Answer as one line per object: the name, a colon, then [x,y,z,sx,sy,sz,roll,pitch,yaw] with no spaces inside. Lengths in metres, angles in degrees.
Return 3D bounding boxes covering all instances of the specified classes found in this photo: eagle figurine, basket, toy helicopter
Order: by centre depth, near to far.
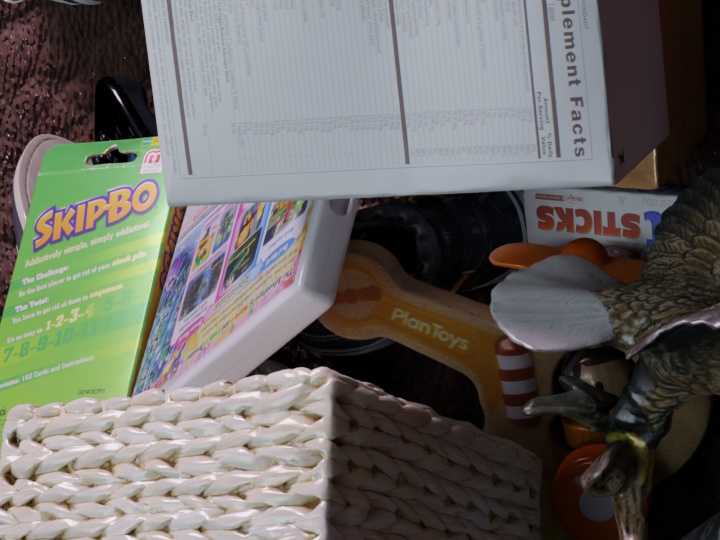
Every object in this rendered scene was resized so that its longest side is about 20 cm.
eagle figurine: [0.171,0.019,1.092,0.200,0.151,0.152,-45,60,34]
basket: [-0.043,0.146,1.156,0.198,0.200,0.162,-8,72,33]
toy helicopter: [0.071,0.031,1.227,0.199,0.079,0.133,23,119,7]

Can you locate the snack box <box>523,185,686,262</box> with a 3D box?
snack box: [0.156,-0.002,1.222,0.200,0.024,0.072,7,106,48]

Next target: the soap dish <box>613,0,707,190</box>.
soap dish: [0.087,-0.144,1.222,0.157,0.081,0.201,7,105,48]

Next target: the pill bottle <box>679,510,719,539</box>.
pill bottle: [0.181,0.162,1.169,0.200,0.114,0.114,-45,66,44]

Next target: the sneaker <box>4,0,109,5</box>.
sneaker: [-0.199,-0.246,1.521,0.129,0.079,0.200,-9,103,41]

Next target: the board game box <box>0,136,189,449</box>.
board game box: [-0.147,0.021,1.404,0.095,0.030,0.201,-3,65,28]

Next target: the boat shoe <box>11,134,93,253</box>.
boat shoe: [-0.177,0.001,1.511,0.063,0.072,0.200,-52,32,31]

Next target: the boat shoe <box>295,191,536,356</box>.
boat shoe: [0.000,0.000,1.350,0.200,0.091,0.071,-27,79,49]

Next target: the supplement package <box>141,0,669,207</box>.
supplement package: [0.021,-0.095,1.121,0.199,0.110,0.114,-1,104,19]

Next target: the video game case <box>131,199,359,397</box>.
video game case: [-0.049,-0.023,1.304,0.200,0.024,0.183,-39,31,52]

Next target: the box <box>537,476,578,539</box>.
box: [0.104,0.194,1.313,0.075,0.050,0.201,-27,79,48]

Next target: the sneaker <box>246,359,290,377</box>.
sneaker: [-0.057,0.103,1.440,0.200,0.084,0.075,-25,44,61]

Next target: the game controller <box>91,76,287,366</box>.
game controller: [-0.099,-0.016,1.478,0.200,0.042,0.104,58,170,21]
